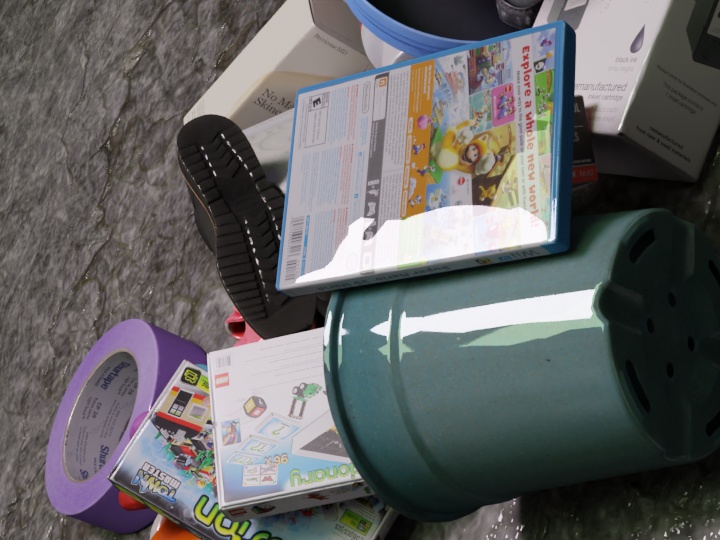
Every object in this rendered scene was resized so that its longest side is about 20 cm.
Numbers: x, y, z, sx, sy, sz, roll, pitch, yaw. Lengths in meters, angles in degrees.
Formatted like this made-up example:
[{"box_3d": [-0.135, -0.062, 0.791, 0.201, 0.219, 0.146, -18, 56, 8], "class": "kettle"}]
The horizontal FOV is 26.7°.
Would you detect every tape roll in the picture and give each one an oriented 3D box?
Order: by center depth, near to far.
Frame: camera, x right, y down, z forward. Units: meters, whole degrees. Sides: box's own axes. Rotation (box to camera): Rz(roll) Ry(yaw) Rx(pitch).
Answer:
[{"box_3d": [-0.228, 0.151, 1.478, 0.200, 0.066, 0.200, -37, 40, 38], "class": "tape roll"}]

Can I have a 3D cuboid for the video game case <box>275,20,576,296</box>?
[{"box_3d": [0.038, -0.065, 0.926, 0.200, 0.018, 0.143, -10, 65, 34], "class": "video game case"}]

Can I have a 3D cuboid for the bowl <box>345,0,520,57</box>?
[{"box_3d": [0.076, -0.247, 1.212, 0.039, 0.200, 0.201, 102, 174, -58], "class": "bowl"}]

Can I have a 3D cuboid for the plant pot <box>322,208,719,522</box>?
[{"box_3d": [0.114, 0.050, 0.935, 0.196, 0.200, 0.200, -13, 57, 44], "class": "plant pot"}]

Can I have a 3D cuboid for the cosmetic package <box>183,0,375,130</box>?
[{"box_3d": [-0.070, -0.166, 1.440, 0.200, 0.103, 0.073, -44, 37, 32], "class": "cosmetic package"}]

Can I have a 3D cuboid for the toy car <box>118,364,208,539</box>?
[{"box_3d": [-0.122, 0.164, 1.226, 0.175, 0.150, 0.200, -21, 51, 49], "class": "toy car"}]

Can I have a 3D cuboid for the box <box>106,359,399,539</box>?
[{"box_3d": [-0.075, 0.161, 1.130, 0.200, 0.035, 0.110, 27, 72, 16], "class": "box"}]

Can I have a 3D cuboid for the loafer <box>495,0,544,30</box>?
[{"box_3d": [0.164, -0.273, 1.154, 0.068, 0.070, 0.201, 29, 76, 26], "class": "loafer"}]

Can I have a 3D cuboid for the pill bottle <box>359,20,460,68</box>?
[{"box_3d": [0.052, -0.228, 1.294, 0.111, 0.111, 0.200, -42, 37, 32], "class": "pill bottle"}]

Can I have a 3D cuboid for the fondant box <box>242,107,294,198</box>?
[{"box_3d": [-0.032, -0.090, 1.294, 0.144, 0.058, 0.200, -26, 25, -20], "class": "fondant box"}]

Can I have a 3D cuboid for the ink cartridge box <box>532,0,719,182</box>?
[{"box_3d": [0.197, -0.172, 1.061, 0.145, 0.084, 0.200, 12, 78, 59], "class": "ink cartridge box"}]

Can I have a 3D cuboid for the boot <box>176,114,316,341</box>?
[{"box_3d": [-0.087, -0.011, 1.229, 0.138, 0.077, 0.200, 97, 155, -63], "class": "boot"}]

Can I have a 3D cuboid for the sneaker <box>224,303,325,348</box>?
[{"box_3d": [-0.074, 0.023, 1.277, 0.087, 0.074, 0.200, -16, 24, 3], "class": "sneaker"}]

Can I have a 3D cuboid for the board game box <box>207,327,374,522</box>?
[{"box_3d": [-0.008, 0.100, 1.094, 0.200, 0.035, 0.126, -12, 60, 9], "class": "board game box"}]

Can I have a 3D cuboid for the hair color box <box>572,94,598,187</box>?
[{"box_3d": [0.058, -0.066, 1.052, 0.200, 0.111, 0.064, -19, 80, 60], "class": "hair color box"}]

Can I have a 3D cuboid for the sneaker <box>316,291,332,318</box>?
[{"box_3d": [0.000, 0.000, 1.214, 0.078, 0.099, 0.200, -51, 33, 20], "class": "sneaker"}]
